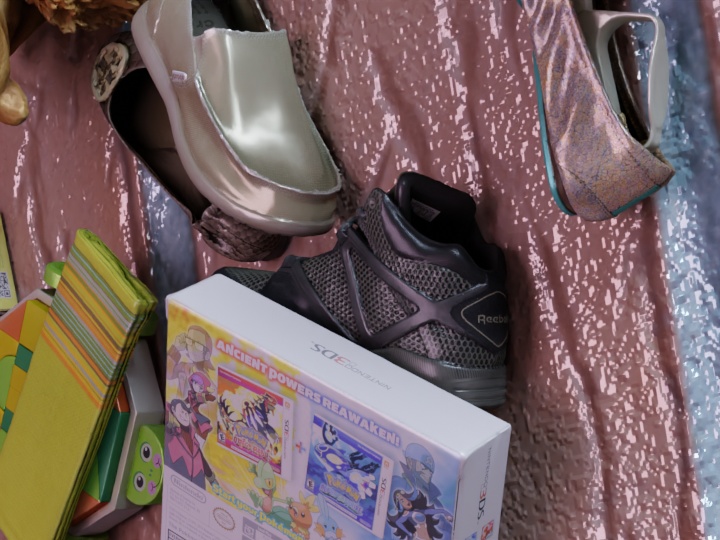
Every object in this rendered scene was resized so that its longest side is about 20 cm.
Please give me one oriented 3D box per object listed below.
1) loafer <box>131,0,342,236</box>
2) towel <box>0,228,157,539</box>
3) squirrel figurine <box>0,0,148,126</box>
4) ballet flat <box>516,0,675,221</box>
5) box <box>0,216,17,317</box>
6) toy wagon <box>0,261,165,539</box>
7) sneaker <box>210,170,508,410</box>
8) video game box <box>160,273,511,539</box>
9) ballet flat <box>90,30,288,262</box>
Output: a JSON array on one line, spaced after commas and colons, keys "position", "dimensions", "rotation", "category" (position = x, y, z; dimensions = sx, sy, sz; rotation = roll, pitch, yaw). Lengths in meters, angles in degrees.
[{"position": [-0.068, -0.100, 1.340], "dimensions": [0.200, 0.075, 0.068], "rotation": [56, 134, 33], "category": "loafer"}, {"position": [-0.175, 0.080, 1.447], "dimensions": [0.086, 0.018, 0.201], "rotation": [47, 123, 44], "category": "towel"}, {"position": [-0.215, -0.170, 1.430], "dimensions": [0.200, 0.142, 0.187], "rotation": [-28, 28, 17], "category": "squirrel figurine"}, {"position": [0.110, -0.124, 1.161], "dimensions": [0.067, 0.068, 0.201], "rotation": [-17, 81, 27], "category": "ballet flat"}, {"position": [-0.307, 0.027, 1.626], "dimensions": [0.200, 0.050, 0.076], "rotation": [-30, 68, 43], "category": "box"}, {"position": [-0.163, 0.091, 1.471], "dimensions": [0.200, 0.039, 0.156], "rotation": [29, 111, 45], "category": "toy wagon"}, {"position": [0.000, 0.000, 1.266], "dimensions": [0.199, 0.076, 0.115], "rotation": [13, 97, 44], "category": "sneaker"}, {"position": [-0.019, 0.121, 1.243], "dimensions": [0.200, 0.047, 0.183], "rotation": [27, 129, 32], "category": "video game box"}, {"position": [-0.108, -0.074, 1.407], "dimensions": [0.200, 0.046, 0.068], "rotation": [52, 125, 35], "category": "ballet flat"}]
